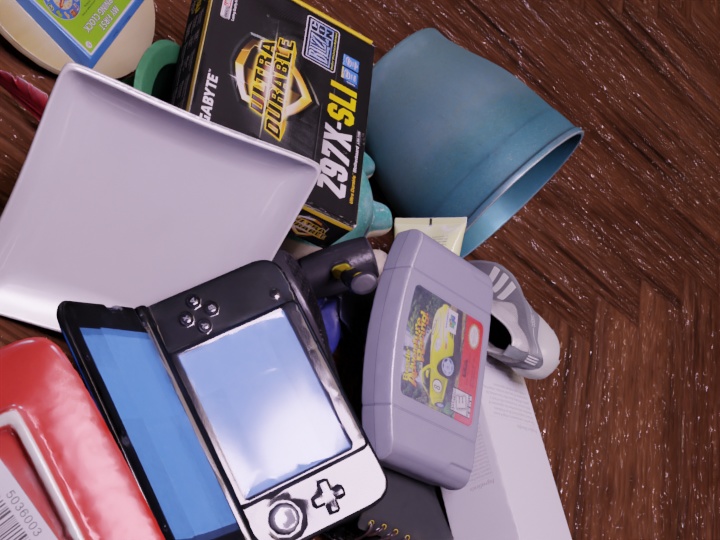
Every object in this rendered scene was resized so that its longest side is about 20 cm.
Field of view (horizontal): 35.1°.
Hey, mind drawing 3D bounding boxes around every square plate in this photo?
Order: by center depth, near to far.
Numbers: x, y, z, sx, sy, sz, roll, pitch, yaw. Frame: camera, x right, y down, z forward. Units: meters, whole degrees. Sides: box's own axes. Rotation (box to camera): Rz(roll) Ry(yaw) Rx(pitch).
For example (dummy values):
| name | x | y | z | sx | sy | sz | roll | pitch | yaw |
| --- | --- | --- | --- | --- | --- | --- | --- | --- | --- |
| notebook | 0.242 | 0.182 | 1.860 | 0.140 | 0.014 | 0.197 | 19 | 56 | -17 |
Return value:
| name | x | y | z | sx | sy | sz | roll | pitch | yaw |
| --- | --- | --- | --- | --- | --- | --- | --- | --- | --- |
| square plate | -0.158 | -0.031 | 0.829 | 0.198 | 0.200 | 0.028 | 20 | 23 | -26 |

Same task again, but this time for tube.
| name | x | y | z | sx | sy | sz | roll | pitch | yaw |
| --- | --- | --- | --- | --- | --- | --- | --- | --- | --- |
| tube | 0.055 | 0.047 | 1.055 | 0.058 | 0.052 | 0.201 | 8 | 79 | -10 |

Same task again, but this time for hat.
| name | x | y | z | sx | sy | sz | roll | pitch | yaw |
| --- | --- | --- | --- | --- | --- | --- | --- | --- | --- |
| hat | -0.223 | -0.102 | 0.941 | 0.166 | 0.175 | 0.201 | -34 | 117 | -72 |

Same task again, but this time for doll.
| name | x | y | z | sx | sy | sz | roll | pitch | yaw |
| --- | --- | --- | --- | --- | --- | --- | --- | --- | --- |
| doll | -0.023 | 0.033 | 1.036 | 0.137 | 0.048 | 0.200 | 54 | 34 | -4 |

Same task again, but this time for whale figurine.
| name | x | y | z | sx | sy | sz | roll | pitch | yaw |
| --- | --- | --- | --- | --- | --- | --- | --- | --- | --- |
| whale figurine | -0.037 | -0.087 | 1.042 | 0.159 | 0.104 | 0.200 | 25 | 32 | 4 |

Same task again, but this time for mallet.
| name | x | y | z | sx | sy | sz | roll | pitch | yaw |
| --- | --- | --- | --- | --- | --- | --- | --- | --- | --- |
| mallet | 0.000 | 0.000 | 0.887 | 0.066 | 0.200 | 0.041 | -20 | 96 | -12 |

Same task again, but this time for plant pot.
| name | x | y | z | sx | sy | sz | roll | pitch | yaw |
| --- | --- | --- | --- | --- | --- | --- | --- | --- | --- |
| plant pot | 0.090 | -0.136 | 1.155 | 0.188 | 0.200 | 0.200 | 48 | 39 | 9 |

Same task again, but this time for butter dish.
| name | x | y | z | sx | sy | sz | roll | pitch | yaw |
| --- | --- | --- | --- | --- | --- | --- | --- | --- | --- |
| butter dish | -0.217 | 0.172 | 0.692 | 0.200 | 0.199 | 0.148 | 60 | -4 | 8 |

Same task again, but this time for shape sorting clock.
| name | x | y | z | sx | sy | sz | roll | pitch | yaw |
| --- | --- | --- | --- | --- | --- | --- | --- | --- | --- |
| shape sorting clock | -0.258 | -0.254 | 0.980 | 0.200 | 0.039 | 0.201 | 27 | 50 | -37 |

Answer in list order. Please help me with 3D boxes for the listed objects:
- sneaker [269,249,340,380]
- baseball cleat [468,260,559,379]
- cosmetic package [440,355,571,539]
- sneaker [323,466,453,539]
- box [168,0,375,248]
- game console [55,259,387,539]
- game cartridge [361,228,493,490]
| name | x | y | z | sx | sy | sz | roll | pitch | yaw |
| --- | --- | --- | --- | --- | --- | --- | --- | --- | --- |
| sneaker | -0.062 | 0.084 | 0.906 | 0.072 | 0.083 | 0.201 | -101 | 176 | -71 |
| baseball cleat | 0.119 | 0.031 | 1.107 | 0.106 | 0.070 | 0.200 | 26 | 10 | -32 |
| cosmetic package | 0.123 | 0.182 | 1.056 | 0.102 | 0.074 | 0.201 | 21 | 49 | -48 |
| sneaker | 0.009 | 0.211 | 0.939 | 0.200 | 0.075 | 0.107 | -19 | 81 | -50 |
| box | -0.071 | -0.135 | 0.922 | 0.159 | 0.049 | 0.201 | 26 | 53 | -28 |
| game console | -0.085 | 0.091 | 0.760 | 0.170 | 0.118 | 0.200 | -24 | 78 | -18 |
| game cartridge | 0.057 | 0.074 | 0.966 | 0.133 | 0.041 | 0.201 | 27 | 64 | -42 |
